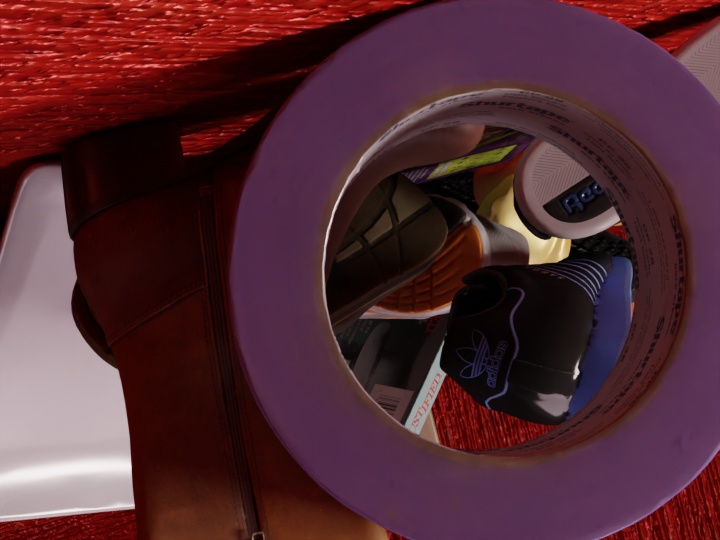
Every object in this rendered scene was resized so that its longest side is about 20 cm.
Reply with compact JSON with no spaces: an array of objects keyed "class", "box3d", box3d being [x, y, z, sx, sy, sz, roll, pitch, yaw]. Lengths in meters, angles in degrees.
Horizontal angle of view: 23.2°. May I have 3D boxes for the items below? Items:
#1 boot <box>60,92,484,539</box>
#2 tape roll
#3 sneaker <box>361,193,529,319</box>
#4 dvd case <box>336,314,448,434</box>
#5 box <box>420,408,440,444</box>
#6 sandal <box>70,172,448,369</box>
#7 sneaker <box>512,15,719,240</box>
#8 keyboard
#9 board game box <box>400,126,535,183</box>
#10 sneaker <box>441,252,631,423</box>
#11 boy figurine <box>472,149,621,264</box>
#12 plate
[{"class":"boot","box3d":[-0.017,0.026,0.719,0.187,0.201,0.069,-12,165,-13]},{"class":"tape roll","box3d":[0.049,0.004,0.661,0.199,0.201,0.085,-14,177,-4]},{"class":"sneaker","box3d":[0.000,0.000,0.946,0.199,0.076,0.092,3,177,36]},{"class":"dvd case","box3d":[-0.035,0.037,1.038,0.199,0.146,0.022,7,149,34]},{"class":"box","box3d":[-0.009,0.047,1.155,0.077,0.201,0.095,-14,177,-6]},{"class":"sandal","box3d":[-0.044,0.006,0.808,0.200,0.082,0.055,-27,163,-40]},{"class":"sneaker","box3d":[0.162,-0.079,0.862,0.199,0.073,0.112,-24,-178,1]},{"class":"keyboard","box3d":[0.093,-0.024,1.087,0.200,0.021,0.127,26,-149,36]},{"class":"board game box","box3d":[0.037,-0.070,0.895,0.119,0.032,0.200,-18,177,-8]},{"class":"sneaker","box3d":[0.082,0.023,0.829,0.078,0.070,0.200,17,-170,3]},{"class":"boy figurine","box3d":[0.122,-0.042,1.027,0.124,0.065,0.200,6,-160,21]},{"class":"plate","box3d":[-0.109,0.032,0.851,0.199,0.200,0.032,1,-148,-41]}]
